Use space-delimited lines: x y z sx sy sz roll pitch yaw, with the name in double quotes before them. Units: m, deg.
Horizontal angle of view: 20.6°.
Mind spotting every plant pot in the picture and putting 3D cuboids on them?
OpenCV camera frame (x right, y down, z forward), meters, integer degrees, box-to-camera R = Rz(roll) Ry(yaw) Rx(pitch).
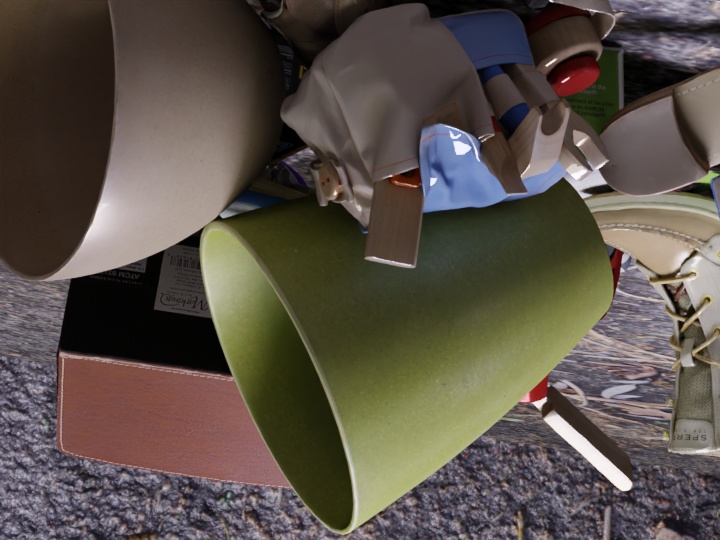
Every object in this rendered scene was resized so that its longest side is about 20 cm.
"plant pot" -0.119 -0.096 1.082 0.133 0.203 0.200 0 175 -33
"plant pot" 0.037 0.021 1.130 0.199 0.189 0.187 -25 179 -18

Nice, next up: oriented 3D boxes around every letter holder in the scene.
"letter holder" -0.091 0.062 1.277 0.198 0.101 0.143 8 145 -4

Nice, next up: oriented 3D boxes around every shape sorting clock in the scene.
"shape sorting clock" -0.090 -0.059 1.395 0.198 0.040 0.200 17 171 3

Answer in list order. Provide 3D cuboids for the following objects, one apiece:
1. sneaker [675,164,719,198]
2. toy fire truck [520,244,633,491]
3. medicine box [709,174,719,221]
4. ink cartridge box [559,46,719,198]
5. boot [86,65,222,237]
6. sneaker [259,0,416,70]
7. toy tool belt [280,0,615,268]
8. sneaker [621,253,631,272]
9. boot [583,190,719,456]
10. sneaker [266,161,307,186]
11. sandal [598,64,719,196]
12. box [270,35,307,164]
"sneaker" 0.279 -0.049 1.369 0.115 0.076 0.200 6 160 39
"toy fire truck" 0.146 0.035 1.389 0.127 0.202 0.176 10 -152 19
"medicine box" 0.342 -0.022 1.190 0.181 0.104 0.199 -26 151 31
"ink cartridge box" 0.130 -0.088 1.235 0.198 0.077 0.148 2 172 -22
"boot" -0.121 -0.058 1.246 0.199 0.071 0.146 26 151 -28
"sneaker" -0.016 -0.146 1.096 0.075 0.071 0.200 23 166 9
"toy tool belt" 0.065 -0.070 1.051 0.198 0.124 0.125 -13 160 -32
"sneaker" 0.117 -0.041 1.492 0.198 0.072 0.073 8 170 -1
"boot" 0.213 0.038 1.265 0.199 0.156 0.072 17 168 -34
"sneaker" -0.088 -0.056 1.582 0.099 0.070 0.199 16 175 -42
"sandal" 0.237 -0.102 1.127 0.210 0.078 0.070 -16 -161 22
"box" -0.118 -0.123 1.291 0.198 0.050 0.159 12 171 -22
